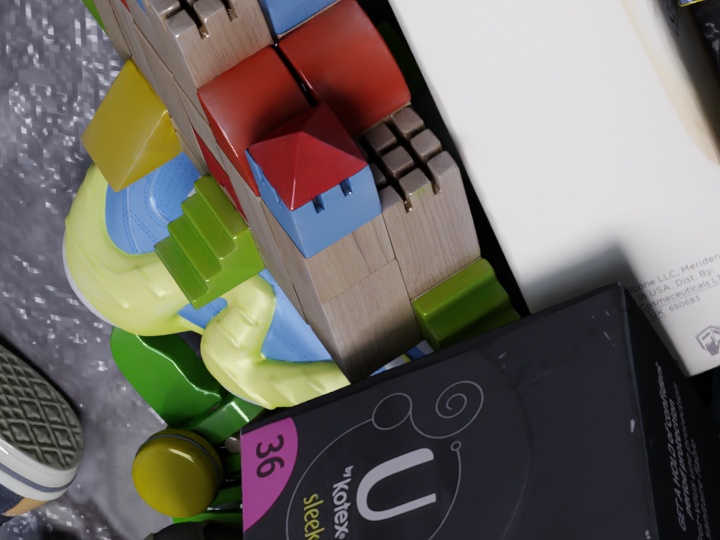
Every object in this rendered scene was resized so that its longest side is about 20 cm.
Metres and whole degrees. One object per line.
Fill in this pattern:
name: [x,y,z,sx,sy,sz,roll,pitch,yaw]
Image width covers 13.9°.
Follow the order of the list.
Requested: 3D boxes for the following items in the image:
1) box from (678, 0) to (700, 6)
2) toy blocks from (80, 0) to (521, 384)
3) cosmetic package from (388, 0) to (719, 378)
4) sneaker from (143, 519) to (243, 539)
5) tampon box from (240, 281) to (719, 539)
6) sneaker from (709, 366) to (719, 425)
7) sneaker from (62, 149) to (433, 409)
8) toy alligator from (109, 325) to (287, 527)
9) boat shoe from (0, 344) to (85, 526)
box: [0.175,-0.135,0.798,0.200,0.070,0.064,-12,115,26]
toy blocks: [-0.031,-0.064,0.846,0.200,0.100,0.137,54,171,29]
cosmetic package: [0.056,-0.072,0.855,0.071,0.105,0.200,-21,112,12]
sneaker: [0.020,0.107,0.962,0.106,0.075,0.200,-42,135,16]
tampon box: [0.066,0.134,0.837,0.126,0.150,0.200,-22,133,18]
sneaker: [0.162,0.010,0.872,0.079,0.096,0.200,36,125,-2]
sneaker: [0.000,0.000,0.941,0.200,0.076,0.105,23,124,8]
toy alligator: [-0.027,0.095,1.015,0.054,0.059,0.200,-11,114,25]
boat shoe: [-0.188,0.023,1.028,0.200,0.075,0.062,40,118,-11]
